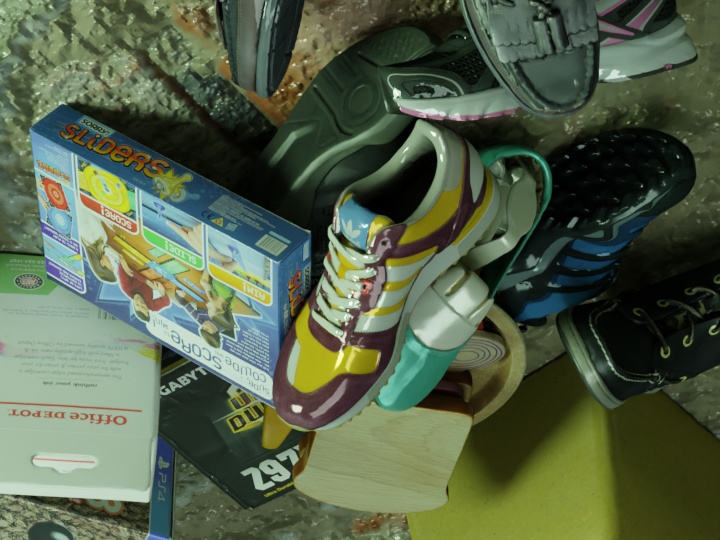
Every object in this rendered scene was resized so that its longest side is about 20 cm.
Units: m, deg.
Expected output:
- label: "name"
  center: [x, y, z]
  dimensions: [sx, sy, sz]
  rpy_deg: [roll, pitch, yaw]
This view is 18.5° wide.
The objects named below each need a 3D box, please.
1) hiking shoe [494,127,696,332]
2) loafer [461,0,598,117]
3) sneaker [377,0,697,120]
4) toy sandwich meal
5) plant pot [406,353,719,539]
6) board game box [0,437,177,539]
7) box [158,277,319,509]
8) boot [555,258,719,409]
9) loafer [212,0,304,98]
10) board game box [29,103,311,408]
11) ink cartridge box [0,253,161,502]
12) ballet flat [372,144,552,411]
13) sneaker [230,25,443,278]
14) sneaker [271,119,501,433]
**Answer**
- label: "hiking shoe"
  center: [0.149, -0.028, 1.454]
  dimensions: [0.087, 0.074, 0.200]
  rpy_deg: [26, 138, -37]
- label: "loafer"
  center: [0.087, -0.180, 1.216]
  dimensions: [0.072, 0.063, 0.200]
  rpy_deg: [-15, 97, -1]
- label: "sneaker"
  center: [0.097, -0.144, 1.306]
  dimensions: [0.200, 0.080, 0.086]
  rpy_deg: [-17, 101, -22]
- label: "toy sandwich meal"
  center: [0.017, 0.083, 1.471]
  dimensions: [0.205, 0.070, 0.205]
  rpy_deg: [-2, 141, -2]
- label: "plant pot"
  center: [0.161, 0.211, 1.591]
  dimensions: [0.195, 0.200, 0.194]
  rpy_deg: [-33, 127, 26]
- label: "board game box"
  center: [-0.256, 0.179, 1.612]
  dimensions: [0.200, 0.097, 0.159]
  rpy_deg: [17, 132, -18]
- label: "box"
  center: [-0.047, 0.076, 1.555]
  dimensions: [0.200, 0.049, 0.160]
  rpy_deg: [-27, 132, 22]
- label: "boot"
  center: [0.222, 0.026, 1.453]
  dimensions: [0.154, 0.074, 0.204]
  rpy_deg: [-29, 168, 19]
- label: "loafer"
  center: [-0.064, -0.194, 1.283]
  dimensions: [0.063, 0.072, 0.200]
  rpy_deg: [15, 129, 10]
- label: "board game box"
  center: [-0.120, -0.008, 1.397]
  dimensions: [0.200, 0.034, 0.135]
  rpy_deg: [28, 140, 24]
- label: "ink cartridge box"
  center: [-0.190, 0.084, 1.448]
  dimensions: [0.117, 0.200, 0.067]
  rpy_deg: [4, 134, -6]
- label: "ballet flat"
  center: [0.062, -0.004, 1.378]
  dimensions: [0.067, 0.200, 0.070]
  rpy_deg: [38, 152, -17]
- label: "sneaker"
  center: [0.007, -0.069, 1.400]
  dimensions: [0.114, 0.076, 0.199]
  rpy_deg: [17, 122, -41]
- label: "sneaker"
  center: [0.000, 0.000, 1.314]
  dimensions: [0.200, 0.075, 0.090]
  rpy_deg: [-57, 146, -6]
